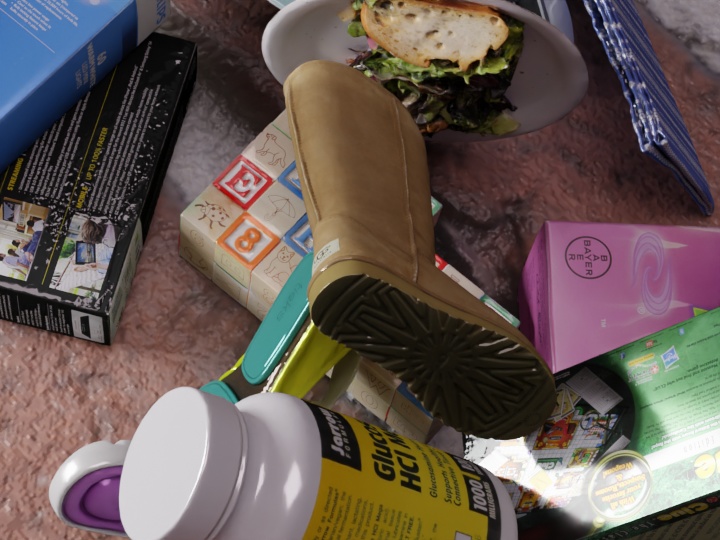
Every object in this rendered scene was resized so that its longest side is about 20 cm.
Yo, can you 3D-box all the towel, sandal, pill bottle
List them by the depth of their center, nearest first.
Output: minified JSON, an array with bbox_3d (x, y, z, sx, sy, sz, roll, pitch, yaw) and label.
[{"bbox_3d":[-0.023,0.131,1.145,0.200,0.112,0.113,22,59,-32],"label":"pill bottle"},{"bbox_3d":[-0.079,0.140,1.207,0.202,0.083,0.050,6,40,-29],"label":"sandal"},{"bbox_3d":[0.169,-0.140,1.367,0.024,0.145,0.200,-25,67,15],"label":"towel"}]

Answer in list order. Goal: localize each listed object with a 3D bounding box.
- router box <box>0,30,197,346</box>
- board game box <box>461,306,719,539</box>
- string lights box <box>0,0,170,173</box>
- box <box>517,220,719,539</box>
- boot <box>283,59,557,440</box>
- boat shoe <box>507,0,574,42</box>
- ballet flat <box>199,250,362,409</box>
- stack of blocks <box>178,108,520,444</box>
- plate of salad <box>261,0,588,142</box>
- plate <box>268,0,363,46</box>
[{"bbox_3d":[-0.197,-0.067,1.328,0.149,0.051,0.200,15,64,2],"label":"router box"},{"bbox_3d":[0.144,0.093,1.170,0.023,0.200,0.105,30,47,-43],"label":"board game box"},{"bbox_3d":[-0.218,-0.136,1.298,0.103,0.059,0.200,38,67,14],"label":"string lights box"},{"bbox_3d":[0.202,0.072,1.287,0.199,0.097,0.176,3,65,-6],"label":"box"},{"bbox_3d":[0.034,-0.017,1.221,0.175,0.066,0.200,37,27,-29],"label":"boot"},{"bbox_3d":[0.079,-0.204,1.374,0.057,0.069,0.200,-29,114,-16],"label":"boat shoe"},{"bbox_3d":[-0.054,0.077,1.248,0.200,0.067,0.067,-50,33,11],"label":"ballet flat"},{"bbox_3d":[0.000,0.000,1.316,0.200,0.059,0.115,39,68,11],"label":"stack of blocks"},{"bbox_3d":[0.038,-0.115,1.297,0.200,0.200,0.048,8,68,-3],"label":"plate of salad"},{"bbox_3d":[-0.008,-0.214,1.383,0.200,0.026,0.200,20,37,-16],"label":"plate"}]
